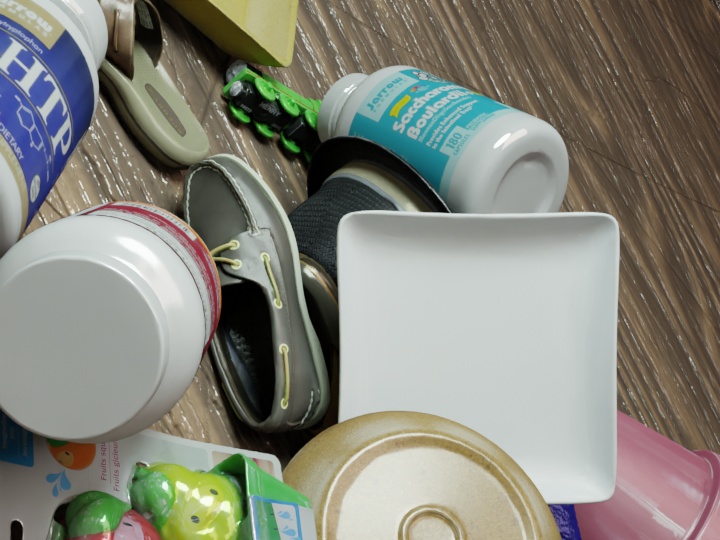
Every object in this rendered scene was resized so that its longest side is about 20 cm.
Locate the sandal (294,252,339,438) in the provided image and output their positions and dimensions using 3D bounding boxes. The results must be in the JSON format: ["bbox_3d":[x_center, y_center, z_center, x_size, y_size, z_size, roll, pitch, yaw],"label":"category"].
[{"bbox_3d":[-0.020,0.083,0.964,0.055,0.082,0.201,-30,96,-42],"label":"sandal"}]

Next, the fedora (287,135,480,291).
[{"bbox_3d":[0.000,0.000,1.015,0.091,0.200,0.201,-31,93,-29],"label":"fedora"}]

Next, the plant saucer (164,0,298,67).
[{"bbox_3d":[-0.134,-0.272,1.111,0.200,0.048,0.201,38,36,-31],"label":"plant saucer"}]

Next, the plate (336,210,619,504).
[{"bbox_3d":[0.078,0.060,0.934,0.032,0.199,0.201,-168,-102,-77],"label":"plate"}]

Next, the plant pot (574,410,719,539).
[{"bbox_3d":[0.194,0.197,1.112,0.179,0.200,0.200,41,31,-4],"label":"plant pot"}]

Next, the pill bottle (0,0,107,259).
[{"bbox_3d":[-0.212,-0.092,0.756,0.120,0.119,0.200,48,31,-23],"label":"pill bottle"}]

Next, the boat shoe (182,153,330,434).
[{"bbox_3d":[-0.078,0.013,0.931,0.061,0.072,0.202,-2,69,-63],"label":"boat shoe"}]

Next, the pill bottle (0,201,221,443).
[{"bbox_3d":[-0.134,0.025,0.713,0.113,0.113,0.200,58,2,-6],"label":"pill bottle"}]

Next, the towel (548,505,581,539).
[{"bbox_3d":[0.094,0.232,0.960,0.050,0.147,0.201,98,-13,-56],"label":"towel"}]

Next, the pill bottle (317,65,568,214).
[{"bbox_3d":[0.054,-0.091,1.056,0.200,0.111,0.111,29,4,41],"label":"pill bottle"}]

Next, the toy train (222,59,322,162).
[{"bbox_3d":[-0.041,-0.120,1.148,0.200,0.042,0.057,29,32,-45],"label":"toy train"}]

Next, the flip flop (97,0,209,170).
[{"bbox_3d":[-0.163,-0.161,0.962,0.200,0.057,0.081,55,29,-13],"label":"flip flop"}]

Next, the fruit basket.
[{"bbox_3d":[-0.106,0.164,0.733,0.200,0.094,0.186,26,44,-42],"label":"fruit basket"}]

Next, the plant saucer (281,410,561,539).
[{"bbox_3d":[0.040,0.171,0.844,0.199,0.035,0.201,8,57,-13],"label":"plant saucer"}]
